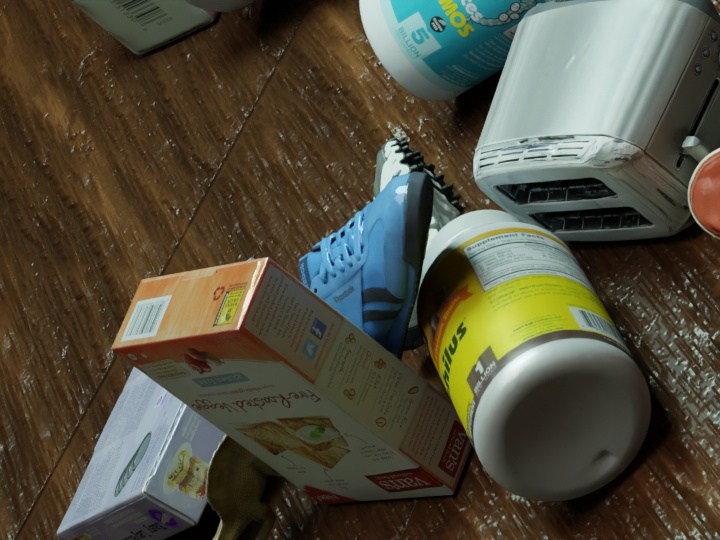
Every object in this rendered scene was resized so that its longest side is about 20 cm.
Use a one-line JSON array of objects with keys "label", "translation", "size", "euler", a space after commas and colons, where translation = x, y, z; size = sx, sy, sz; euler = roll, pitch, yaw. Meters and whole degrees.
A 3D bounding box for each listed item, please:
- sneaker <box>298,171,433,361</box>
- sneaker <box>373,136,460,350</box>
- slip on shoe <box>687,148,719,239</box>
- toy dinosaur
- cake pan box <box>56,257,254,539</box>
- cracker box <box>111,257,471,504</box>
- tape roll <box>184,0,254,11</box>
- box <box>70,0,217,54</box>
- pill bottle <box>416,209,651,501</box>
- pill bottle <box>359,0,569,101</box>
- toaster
[{"label": "sneaker", "translation": [0.000, 0.000, 1.750], "size": [0.200, 0.078, 0.066], "euler": [105, 179, -61]}, {"label": "sneaker", "translation": [0.027, -0.016, 1.927], "size": [0.090, 0.066, 0.201], "euler": [-40, 34, 15]}, {"label": "slip on shoe", "translation": [0.252, -0.040, 1.630], "size": [0.200, 0.061, 0.075], "euler": [15, 103, 56]}, {"label": "toy dinosaur", "translation": [-0.072, 0.120, 1.867], "size": [0.058, 0.101, 0.202], "euler": [9, 92, 31]}, {"label": "cake pan box", "translation": [-0.128, 0.097, 1.988], "size": [0.184, 0.052, 0.201], "euler": [-29, 34, 59]}, {"label": "cracker box", "translation": [-0.040, 0.074, 1.787], "size": [0.133, 0.200, 0.058], "euler": [-10, 50, 49]}, {"label": "tape roll", "translation": [-0.096, -0.329, 2.300], "size": [0.139, 0.202, 0.204], "euler": [-25, 39, 36]}, {"label": "box", "translation": [-0.175, -0.311, 2.461], "size": [0.109, 0.128, 0.201], "euler": [-19, 44, 43]}, {"label": "pill bottle", "translation": [0.098, 0.044, 1.722], "size": [0.109, 0.109, 0.200], "euler": [-44, 30, 12]}, {"label": "pill bottle", "translation": [0.103, -0.208, 1.984], "size": [0.199, 0.111, 0.111], "euler": [-30, 36, 33]}, {"label": "toaster", "translation": [0.154, -0.096, 1.793], "size": [0.199, 0.113, 0.130], "euler": [-1, 58, 49]}]
